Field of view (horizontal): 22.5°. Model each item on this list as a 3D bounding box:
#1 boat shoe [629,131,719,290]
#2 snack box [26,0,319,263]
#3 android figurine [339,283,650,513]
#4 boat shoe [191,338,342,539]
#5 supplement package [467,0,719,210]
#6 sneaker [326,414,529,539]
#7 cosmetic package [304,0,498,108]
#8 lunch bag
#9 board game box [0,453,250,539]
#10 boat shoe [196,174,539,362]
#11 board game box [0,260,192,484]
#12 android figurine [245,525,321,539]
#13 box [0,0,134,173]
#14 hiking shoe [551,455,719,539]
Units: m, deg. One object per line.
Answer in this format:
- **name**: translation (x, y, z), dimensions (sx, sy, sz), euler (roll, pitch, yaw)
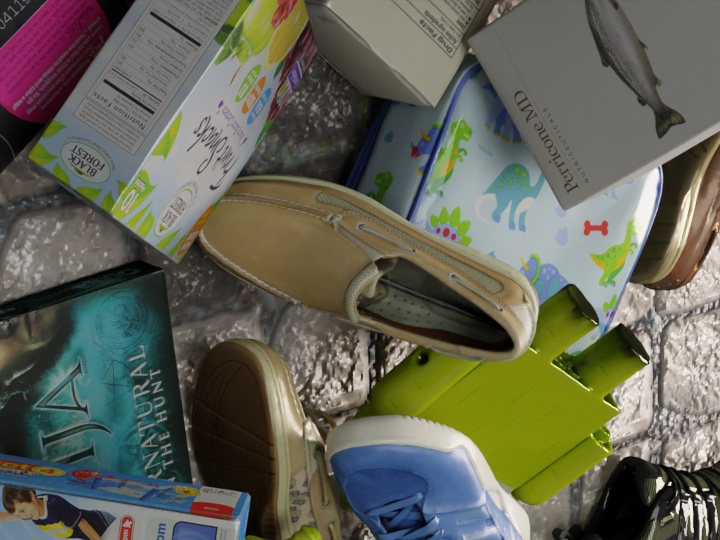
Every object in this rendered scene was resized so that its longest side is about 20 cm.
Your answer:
- **boat shoe**: translation (0.229, -0.080, 1.219), dimensions (0.067, 0.072, 0.201), euler (19, 95, -45)
- **snack box**: translation (-0.084, -0.084, 0.887), dimensions (0.053, 0.200, 0.142), euler (35, 87, 6)
- **android figurine**: translation (0.075, 0.092, 1.099), dimensions (0.200, 0.041, 0.182), euler (-38, 137, 15)
- **boat shoe**: translation (-0.048, 0.120, 1.052), dimensions (0.063, 0.073, 0.200), euler (-30, 129, -36)
- **supplement package**: translation (0.183, -0.136, 0.999), dimensions (0.117, 0.200, 0.117), euler (-27, 86, -55)
- **sneaker**: translation (0.043, 0.165, 1.036), dimensions (0.200, 0.077, 0.111), euler (48, 36, -51)
- **cosmetic package**: translation (0.040, -0.205, 1.032), dimensions (0.105, 0.071, 0.200), euler (41, 75, -37)
- **lunch bag**: translation (0.088, -0.040, 1.105), dimensions (0.200, 0.082, 0.161), euler (23, 88, -40)
- **board game box**: translation (-0.167, 0.197, 0.909), dimensions (0.195, 0.056, 0.201), euler (9, 97, 1)
- **boat shoe**: translation (0.000, 0.000, 0.982), dimensions (0.076, 0.199, 0.072), euler (-58, 163, -71)
- **board game box**: translation (-0.156, 0.108, 0.984), dimensions (0.135, 0.028, 0.201), euler (-20, 113, -34)
- **android figurine**: translation (-0.088, 0.224, 1.001), dimensions (0.200, 0.041, 0.182), euler (-41, 124, -7)
- **box**: translation (-0.180, -0.152, 0.845), dimensions (0.200, 0.115, 0.132), euler (-51, 125, -19)
- **hiking shoe**: translation (0.221, 0.168, 1.266), dimensions (0.200, 0.076, 0.101), euler (-32, 123, -27)
